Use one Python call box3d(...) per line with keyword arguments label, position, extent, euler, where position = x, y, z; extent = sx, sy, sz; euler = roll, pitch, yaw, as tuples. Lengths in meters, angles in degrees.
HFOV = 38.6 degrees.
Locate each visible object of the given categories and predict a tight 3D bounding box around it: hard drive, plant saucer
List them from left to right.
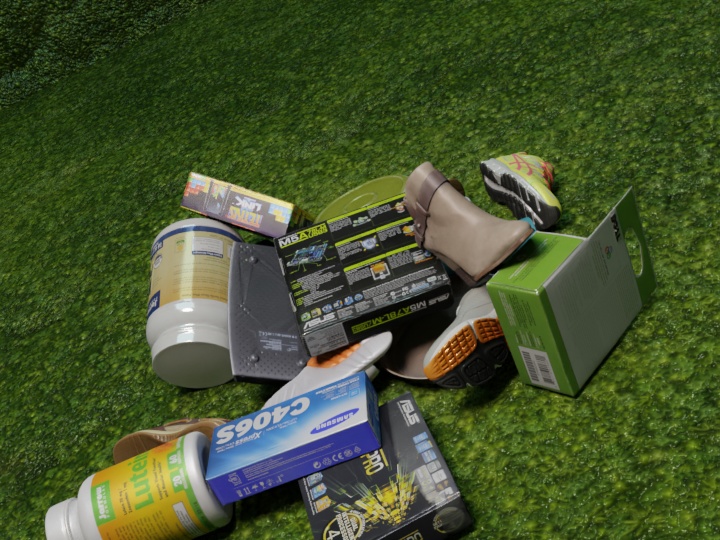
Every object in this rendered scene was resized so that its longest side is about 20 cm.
box3d(label="hard drive", position=(-0.114, 0.062, 1.362), extent=(0.132, 0.043, 0.203), euler=(7, 55, -18))
box3d(label="plant saucer", position=(0.005, -0.087, 1.495), extent=(0.197, 0.031, 0.201), euler=(-25, 22, 11))
box3d(label="plant saucer", position=(0.114, 0.076, 1.293), extent=(0.197, 0.032, 0.202), euler=(-19, 32, 12))

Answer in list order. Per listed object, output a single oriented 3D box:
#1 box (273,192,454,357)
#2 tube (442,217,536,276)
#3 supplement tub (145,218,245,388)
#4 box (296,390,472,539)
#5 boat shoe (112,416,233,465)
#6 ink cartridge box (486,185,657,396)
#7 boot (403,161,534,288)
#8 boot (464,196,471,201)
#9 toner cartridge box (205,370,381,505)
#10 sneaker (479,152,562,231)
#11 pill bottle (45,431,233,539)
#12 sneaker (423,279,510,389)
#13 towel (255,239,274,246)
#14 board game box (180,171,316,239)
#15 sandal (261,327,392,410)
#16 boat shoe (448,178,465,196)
box3d(label="box", position=(0.000, 0.000, 1.309), extent=(0.196, 0.048, 0.194), euler=(-20, 40, -2))
box3d(label="tube", position=(0.140, -0.017, 1.371), extent=(0.196, 0.078, 0.051), euler=(-18, 71, -4))
box3d(label="supplement tub", position=(-0.227, 0.046, 1.439), extent=(0.142, 0.145, 0.203), euler=(-16, 53, 15))
box3d(label="box", position=(0.017, 0.233, 1.107), extent=(0.159, 0.050, 0.201), euler=(-25, 28, 0))
box3d(label="boat shoe", position=(-0.226, 0.223, 1.302), extent=(0.197, 0.073, 0.072), euler=(-20, -2, 30))
box3d(label="ink cartridge box", position=(0.247, 0.018, 1.169), extent=(0.075, 0.150, 0.200), euler=(10, 44, 46))
box3d(label="boot", position=(0.113, -0.062, 1.183), extent=(0.070, 0.147, 0.200), euler=(-34, -6, -24))
box3d(label="boot", position=(0.076, -0.034, 1.425), extent=(0.197, 0.097, 0.074), euler=(-24, 30, 6))
box3d(label="toner cartridge box", position=(-0.075, 0.189, 1.162), extent=(0.197, 0.044, 0.096), euler=(-22, 28, 9))
box3d(label="sneaker", position=(0.244, -0.126, 1.464), extent=(0.089, 0.079, 0.200), euler=(-22, 32, -8))
box3d(label="pill bottle", position=(-0.256, 0.274, 1.185), extent=(0.197, 0.112, 0.112), euler=(-23, 30, 4))
box3d(label="sneaker", position=(0.136, 0.068, 1.202), extent=(0.199, 0.077, 0.091), euler=(-34, 23, -30))
box3d(label="towel", position=(-0.137, 0.025, 1.514), extent=(0.112, 0.048, 0.200), euler=(-48, 31, -1))
box3d(label="board game box", position=(-0.156, -0.082, 1.526), extent=(0.162, 0.200, 0.058), euler=(19, 89, 11))
box3d(label="sandal", position=(-0.039, 0.144, 1.277), extent=(0.206, 0.059, 0.079), euler=(-39, 36, 2))
box3d(label="boat shoe", position=(0.068, -0.069, 1.520), extent=(0.198, 0.075, 0.066), euler=(-33, 22, -23))
